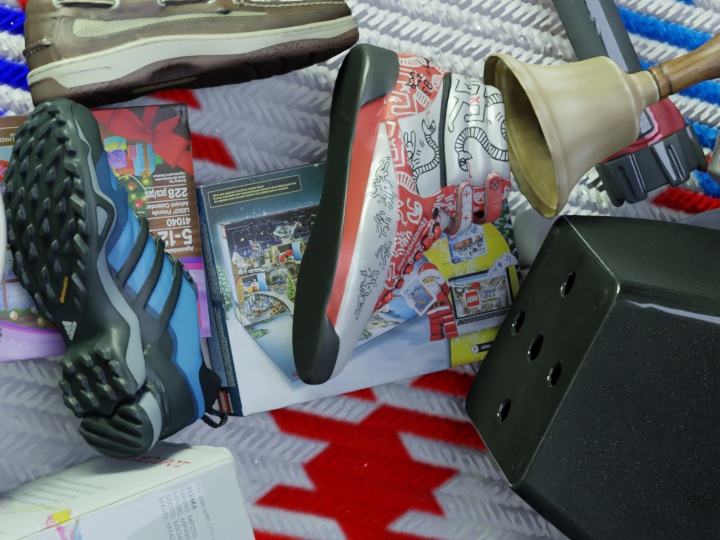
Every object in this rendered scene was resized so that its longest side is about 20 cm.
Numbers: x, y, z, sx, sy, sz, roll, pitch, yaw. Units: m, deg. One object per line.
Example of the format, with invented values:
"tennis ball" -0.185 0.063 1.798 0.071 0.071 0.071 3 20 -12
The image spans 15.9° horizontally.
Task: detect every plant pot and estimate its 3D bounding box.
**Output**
"plant pot" 0.177 0.074 1.505 0.177 0.200 0.200 23 104 -17

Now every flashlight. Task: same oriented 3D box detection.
"flashlight" 0.149 -0.143 1.602 0.068 0.068 0.201 -27 95 -44

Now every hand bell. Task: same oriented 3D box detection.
"hand bell" 0.184 -0.114 1.539 0.199 0.104 0.105 -21 97 -12

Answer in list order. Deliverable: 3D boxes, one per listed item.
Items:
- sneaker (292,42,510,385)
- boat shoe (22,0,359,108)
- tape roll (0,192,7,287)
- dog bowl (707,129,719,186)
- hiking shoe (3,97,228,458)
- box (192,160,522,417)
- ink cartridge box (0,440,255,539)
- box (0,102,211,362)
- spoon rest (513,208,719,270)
"sneaker" 0.029 -0.024 1.491 0.107 0.067 0.202 14 79 -20
"boat shoe" -0.097 -0.146 1.480 0.201 0.075 0.075 -11 85 -26
"tape roll" -0.288 -0.016 1.369 0.202 0.037 0.204 0 90 -7
"dog bowl" 0.301 -0.039 1.576 0.200 0.200 0.059 31 92 -21
"hiking shoe" -0.137 0.001 1.422 0.087 0.074 0.201 -19 96 -49
"box" 0.000 0.000 1.536 0.199 0.038 0.137 -12 92 -25
"ink cartridge box" -0.170 0.165 1.390 0.199 0.146 0.083 -19 97 -24
"box" -0.188 -0.019 1.448 0.199 0.039 0.138 -7 92 -25
"spoon rest" 0.193 0.001 1.615 0.199 0.061 0.100 12 80 -24
